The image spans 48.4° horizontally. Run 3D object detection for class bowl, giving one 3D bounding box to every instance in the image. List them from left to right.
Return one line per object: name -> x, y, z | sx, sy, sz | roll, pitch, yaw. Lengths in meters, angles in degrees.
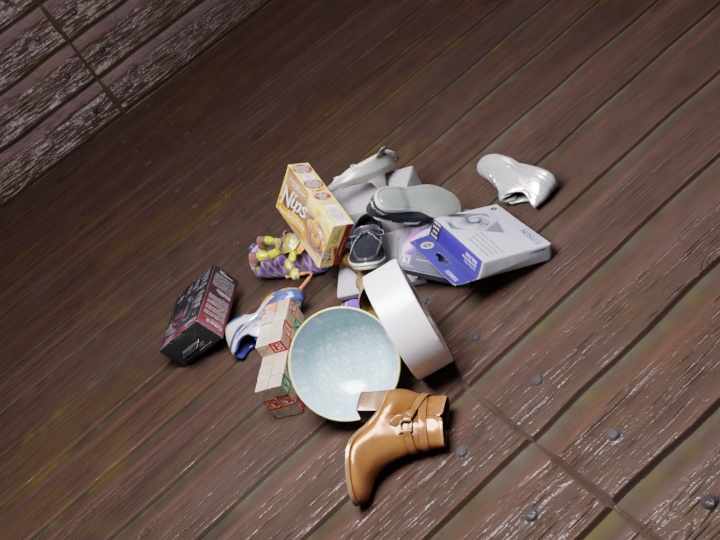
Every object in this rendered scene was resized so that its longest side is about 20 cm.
bowl -> -0.019, 0.162, 1.431 | 0.200, 0.201, 0.108 | -27, -7, 10

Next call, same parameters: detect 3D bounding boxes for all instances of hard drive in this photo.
hard drive -> 0.047, -0.016, 1.652 | 0.199, 0.025, 0.132 | -13, 57, 27

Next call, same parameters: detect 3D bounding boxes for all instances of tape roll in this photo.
tape roll -> 0.082, 0.084, 1.382 | 0.071, 0.203, 0.203 | -30, 35, 6

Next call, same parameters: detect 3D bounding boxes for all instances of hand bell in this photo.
hand bell -> 0.000, 0.000, 1.612 | 0.104, 0.104, 0.200 | -37, 41, -4

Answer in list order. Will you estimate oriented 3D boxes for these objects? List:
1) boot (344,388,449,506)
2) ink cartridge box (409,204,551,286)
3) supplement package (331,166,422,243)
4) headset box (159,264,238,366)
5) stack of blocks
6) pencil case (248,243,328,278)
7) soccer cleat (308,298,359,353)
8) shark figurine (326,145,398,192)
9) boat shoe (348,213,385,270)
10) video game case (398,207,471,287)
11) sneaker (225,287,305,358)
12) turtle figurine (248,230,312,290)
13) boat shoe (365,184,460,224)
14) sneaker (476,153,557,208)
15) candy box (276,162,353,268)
boot -> 0.061, 0.281, 1.284 | 0.154, 0.074, 0.201 | -1, 60, 19
ink cartridge box -> 0.220, -0.054, 1.507 | 0.199, 0.041, 0.200 | -16, 32, -17
supplement package -> 0.038, -0.123, 1.731 | 0.199, 0.120, 0.121 | -11, 41, 28
headset box -> -0.360, 0.107, 1.781 | 0.149, 0.075, 0.200 | -36, 30, 32
stack of blocks -> -0.147, 0.167, 1.541 | 0.058, 0.115, 0.200 | -17, 39, 22
pencil case -> -0.160, -0.028, 1.816 | 0.199, 0.084, 0.085 | -2, 25, 35
soccer cleat -> -0.050, 0.109, 1.532 | 0.068, 0.073, 0.200 | 37, 52, 18
shark figurine -> 0.005, -0.183, 1.663 | 0.214, 0.090, 0.128 | -30, 1, -10
boat shoe -> 0.012, -0.057, 1.584 | 0.074, 0.062, 0.200 | -6, 26, 8
video game case -> 0.161, -0.058, 1.586 | 0.142, 0.019, 0.200 | 12, 49, 7
sneaker -> -0.193, 0.116, 1.687 | 0.200, 0.075, 0.088 | -35, 42, 14
turtle figurine -> -0.162, -0.042, 1.719 | 0.161, 0.064, 0.201 | -9, 56, 29
boat shoe -> 0.105, -0.128, 1.587 | 0.060, 0.199, 0.076 | -41, 49, 53
sneaker -> 0.301, -0.178, 1.639 | 0.200, 0.075, 0.089 | 25, 76, 49
candy box -> -0.097, -0.116, 1.651 | 0.055, 0.116, 0.200 | -10, 49, -34
